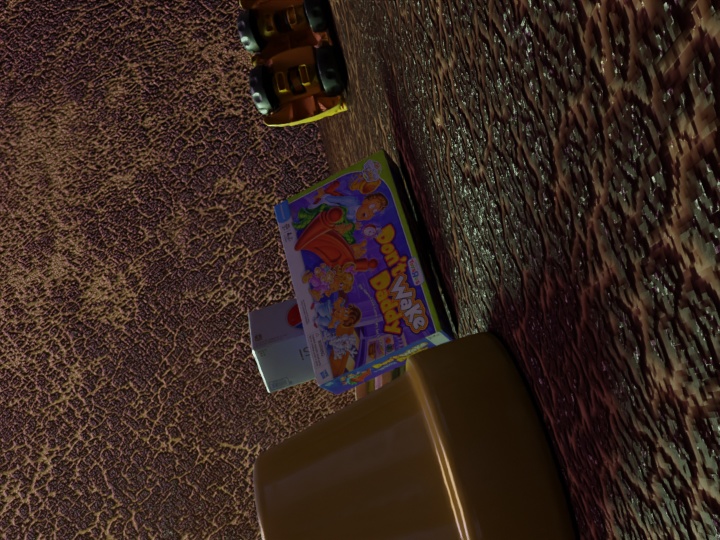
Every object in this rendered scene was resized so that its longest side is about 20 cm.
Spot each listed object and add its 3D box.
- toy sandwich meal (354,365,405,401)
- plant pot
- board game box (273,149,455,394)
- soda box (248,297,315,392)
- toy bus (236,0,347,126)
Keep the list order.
[{"bbox_3d":[0.035,0.119,1.031,0.205,0.068,0.211,1,-90,-85],"label":"toy sandwich meal"},{"bbox_3d":[0.031,0.167,0.582,0.201,0.185,0.205,163,90,-88],"label":"plant pot"},{"bbox_3d":[0.000,0.000,0.829,0.045,0.132,0.203,37,-148,-59],"label":"board game box"},{"bbox_3d":[-0.018,0.059,0.899,0.069,0.196,0.065,-110,4,-54],"label":"soda box"},{"bbox_3d":[-0.088,-0.323,1.283,0.192,0.133,0.205,-23,-80,-76],"label":"toy bus"}]
